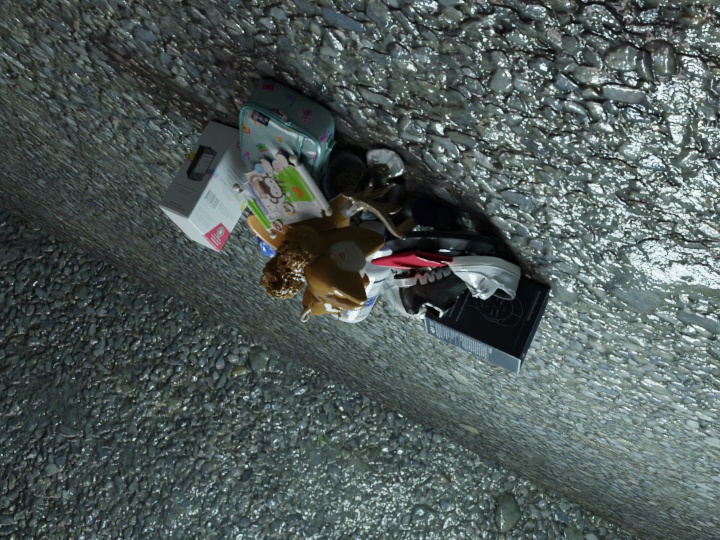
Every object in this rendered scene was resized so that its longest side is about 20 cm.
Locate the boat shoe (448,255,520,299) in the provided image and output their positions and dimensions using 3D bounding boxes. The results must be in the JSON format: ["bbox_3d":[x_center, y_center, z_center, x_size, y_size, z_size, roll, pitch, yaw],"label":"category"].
[{"bbox_3d":[0.218,0.015,1.549,0.071,0.070,0.199,0,171,33],"label":"boat shoe"}]

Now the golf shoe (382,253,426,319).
[{"bbox_3d":[0.073,0.015,1.823,0.200,0.078,0.098,44,159,24],"label":"golf shoe"}]

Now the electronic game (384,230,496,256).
[{"bbox_3d":[0.141,-0.046,1.553,0.195,0.043,0.200,4,174,0],"label":"electronic game"}]

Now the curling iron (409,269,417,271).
[{"bbox_3d":[0.119,-0.010,1.838,0.049,0.026,0.201,0,150,16],"label":"curling iron"}]

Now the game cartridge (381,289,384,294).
[{"bbox_3d":[0.067,0.024,2.005,0.197,0.042,0.133,25,168,11],"label":"game cartridge"}]

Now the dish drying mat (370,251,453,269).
[{"bbox_3d":[0.086,-0.017,1.549,0.075,0.019,0.199,10,175,-20],"label":"dish drying mat"}]

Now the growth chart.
[{"bbox_3d":[-0.136,-0.128,1.505,0.198,0.018,0.145,-14,125,48],"label":"growth chart"}]

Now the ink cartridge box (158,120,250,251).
[{"bbox_3d":[-0.284,-0.163,1.717,0.084,0.202,0.148,20,162,26],"label":"ink cartridge box"}]

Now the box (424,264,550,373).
[{"bbox_3d":[0.240,0.078,1.674,0.197,0.150,0.107,24,164,16],"label":"box"}]

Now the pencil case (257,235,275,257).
[{"bbox_3d":[-0.120,-0.065,1.841,0.195,0.078,0.088,2,118,6],"label":"pencil case"}]

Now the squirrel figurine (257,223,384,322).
[{"bbox_3d":[-0.078,0.009,1.568,0.197,0.144,0.187,18,150,-14],"label":"squirrel figurine"}]

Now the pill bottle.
[{"bbox_3d":[0.000,0.000,1.776,0.110,0.112,0.202,27,131,1],"label":"pill bottle"}]

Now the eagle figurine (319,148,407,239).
[{"bbox_3d":[0.005,-0.136,1.515,0.200,0.148,0.155,-101,-2,-73],"label":"eagle figurine"}]

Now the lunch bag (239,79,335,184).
[{"bbox_3d":[-0.121,-0.215,1.467,0.159,0.078,0.201,31,155,7],"label":"lunch bag"}]

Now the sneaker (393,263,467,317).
[{"bbox_3d":[0.151,0.036,1.595,0.197,0.093,0.066,-10,-175,-27],"label":"sneaker"}]

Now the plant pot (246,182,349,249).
[{"bbox_3d":[-0.099,-0.108,1.688,0.197,0.142,0.201,26,164,8],"label":"plant pot"}]

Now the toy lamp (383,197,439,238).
[{"bbox_3d":[0.088,-0.082,1.611,0.058,0.059,0.200,30,163,-10],"label":"toy lamp"}]
